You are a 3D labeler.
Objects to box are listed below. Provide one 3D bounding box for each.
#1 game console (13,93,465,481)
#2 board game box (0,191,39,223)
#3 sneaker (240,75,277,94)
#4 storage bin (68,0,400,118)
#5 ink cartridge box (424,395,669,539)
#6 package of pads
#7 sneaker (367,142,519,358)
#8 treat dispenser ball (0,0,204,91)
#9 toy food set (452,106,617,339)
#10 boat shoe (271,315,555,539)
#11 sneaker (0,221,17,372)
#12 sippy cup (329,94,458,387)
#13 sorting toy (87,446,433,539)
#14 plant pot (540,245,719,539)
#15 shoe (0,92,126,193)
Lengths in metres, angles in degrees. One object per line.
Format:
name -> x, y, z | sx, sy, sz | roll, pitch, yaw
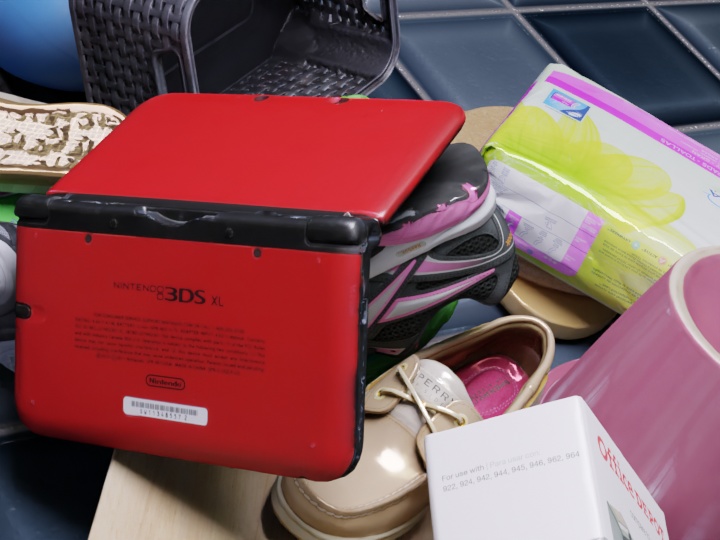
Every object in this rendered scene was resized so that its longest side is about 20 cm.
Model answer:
game console -> -0.060, 0.000, 0.825 | 0.199, 0.174, 0.118 | 5, 6, 31
board game box -> -0.287, -0.061, 0.975 | 0.200, 0.040, 0.153 | 42, 41, 21
sneaker -> -0.091, -0.057, 1.070 | 0.079, 0.078, 0.200 | 1, 34, -6
storage bin -> -0.071, -0.150, 1.019 | 0.093, 0.136, 0.200 | 19, 42, 31
ink cartridge box -> 0.100, 0.182, 0.778 | 0.084, 0.146, 0.201 | -17, 54, 18
package of pads -> 0.176, -0.042, 1.107 | 0.199, 0.068, 0.155 | 30, 37, 7
sneaker -> -0.008, 0.016, 0.868 | 0.087, 0.199, 0.081 | 56, 28, -27
treat dispenser ball -> -0.182, -0.218, 1.090 | 0.200, 0.202, 0.202 | 15, 38, -12
toy food set -> 0.131, -0.044, 1.180 | 0.200, 0.049, 0.197 | 42, 40, 22
boat shoe -> 0.032, 0.073, 0.854 | 0.074, 0.069, 0.200 | 39, 40, 18
sneaker -> -0.179, -0.008, 0.916 | 0.199, 0.075, 0.114 | 30, 44, -22
sippy cup -> 0.000, 0.000, 0.973 | 0.139, 0.178, 0.130 | 31, -1, 13
sorting toy -> -0.040, 0.158, 0.829 | 0.198, 0.070, 0.201 | 19, 38, -8
plant pot -> 0.193, 0.093, 0.946 | 0.199, 0.180, 0.201 | 14, 39, -12
shoe -> -0.228, -0.074, 0.956 | 0.199, 0.053, 0.070 | 10, 72, -12
